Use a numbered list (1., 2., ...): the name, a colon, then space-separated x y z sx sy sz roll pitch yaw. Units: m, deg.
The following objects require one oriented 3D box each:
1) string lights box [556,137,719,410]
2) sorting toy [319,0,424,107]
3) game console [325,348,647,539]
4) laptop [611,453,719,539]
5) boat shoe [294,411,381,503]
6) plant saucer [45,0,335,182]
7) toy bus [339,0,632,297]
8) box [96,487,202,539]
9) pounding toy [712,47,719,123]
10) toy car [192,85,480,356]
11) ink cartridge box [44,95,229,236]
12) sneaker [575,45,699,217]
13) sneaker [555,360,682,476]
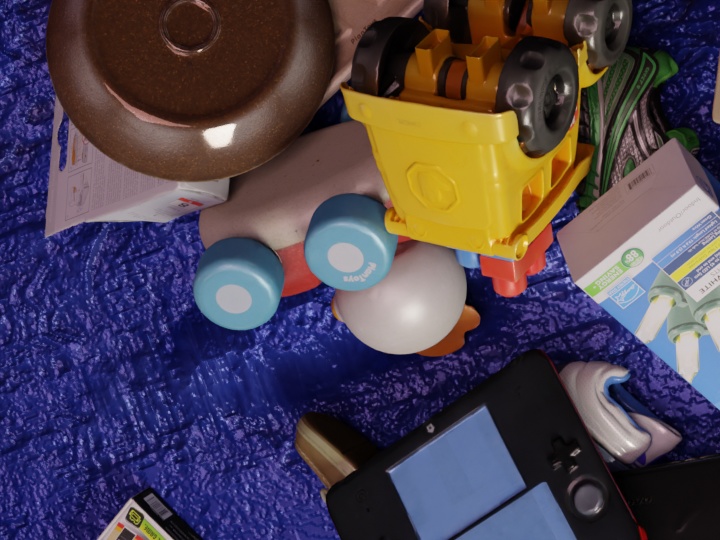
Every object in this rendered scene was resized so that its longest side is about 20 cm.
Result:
1. string lights box: 0.234 0.015 1.262 0.103 0.059 0.200 -40 122 19
2. sorting toy: -0.032 -0.223 1.364 0.185 0.036 0.201 -42 62 20
3. game console: 0.084 0.176 1.309 0.199 0.031 0.178 -35 67 18
4. laptop: 0.254 0.238 1.293 0.186 0.116 0.201 -12 122 20
5. boat shoe: 0.018 0.190 1.415 0.201 0.073 0.063 44 105 1
6. plant saucer: -0.115 -0.162 1.298 0.199 0.037 0.202 1 77 -3
7. toy bus: 0.097 -0.091 1.245 0.135 0.200 0.193 11 132 32
8. box: -0.133 0.280 1.499 0.200 0.035 0.110 43 109 9
9. pounding toy: 0.347 -0.185 1.224 0.183 0.142 0.202 10 99 32
10. toy car: 0.000 0.000 1.365 0.176 0.185 0.201 -19 122 24
11. ink cartridge box: -0.162 -0.112 1.397 0.199 0.050 0.164 -16 68 54
12. sneaker: 0.192 -0.056 1.312 0.084 0.078 0.202 -6 96 19
13. sneaker: 0.165 0.164 1.352 0.146 0.080 0.202 -20 86 25
